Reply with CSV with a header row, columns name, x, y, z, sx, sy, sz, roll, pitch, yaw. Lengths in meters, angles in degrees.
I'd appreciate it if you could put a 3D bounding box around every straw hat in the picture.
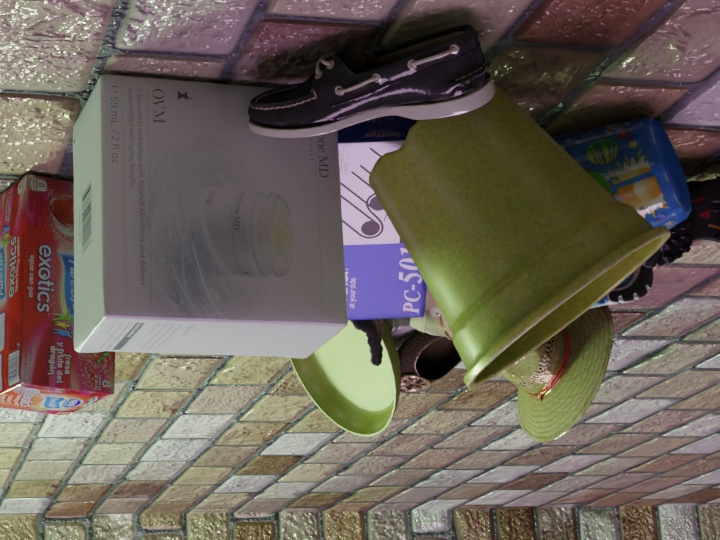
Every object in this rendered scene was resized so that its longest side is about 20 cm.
name,x,y,z,sx,sy,sz,roll,pitch,yaw
straw hat,0.209,0.104,2.038,0.085,0.201,0.201,25,154,-19

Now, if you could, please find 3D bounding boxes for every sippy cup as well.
name,x,y,z,sx,sy,sz,roll,pitch,yaw
sippy cup,0.216,-0.070,1.501,0.130,0.178,0.140,-21,123,20

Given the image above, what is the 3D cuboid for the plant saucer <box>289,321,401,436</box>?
name,x,y,z,sx,sy,sz,roll,pitch,yaw
plant saucer,-0.017,0.088,1.904,0.031,0.200,0.200,-25,177,-32

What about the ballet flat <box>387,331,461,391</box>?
name,x,y,z,sx,sy,sz,roll,pitch,yaw
ballet flat,0.104,0.078,1.849,0.067,0.046,0.200,22,129,-40

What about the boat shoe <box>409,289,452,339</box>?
name,x,y,z,sx,sy,sz,roll,pitch,yaw
boat shoe,0.089,0.020,1.712,0.065,0.072,0.200,24,160,9

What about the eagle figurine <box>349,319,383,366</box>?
name,x,y,z,sx,sy,sz,roll,pitch,yaw
eagle figurine,-0.002,-0.005,1.677,0.200,0.151,0.152,24,136,-37

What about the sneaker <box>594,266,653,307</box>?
name,x,y,z,sx,sy,sz,roll,pitch,yaw
sneaker,0.219,0.020,1.902,0.199,0.075,0.087,0,169,-10

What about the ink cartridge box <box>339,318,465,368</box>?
name,x,y,z,sx,sy,sz,roll,pitch,yaw
ink cartridge box,0.091,0.053,1.956,0.200,0.084,0.145,5,161,-28

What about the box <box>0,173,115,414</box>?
name,x,y,z,sx,sy,sz,roll,pitch,yaw
box,-0.286,0.024,1.568,0.095,0.201,0.100,10,159,-33

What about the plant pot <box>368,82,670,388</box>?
name,x,y,z,sx,sy,sz,roll,pitch,yaw
plant pot,0.110,-0.040,1.348,0.200,0.184,0.200,-35,170,-7

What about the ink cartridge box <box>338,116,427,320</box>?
name,x,y,z,sx,sy,sz,roll,pitch,yaw
ink cartridge box,0.014,-0.044,1.494,0.094,0.044,0.200,-3,131,-6

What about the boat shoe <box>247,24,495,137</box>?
name,x,y,z,sx,sy,sz,roll,pitch,yaw
boat shoe,0.002,-0.145,1.302,0.199,0.060,0.074,-5,-153,24

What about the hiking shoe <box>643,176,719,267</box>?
name,x,y,z,sx,sy,sz,roll,pitch,yaw
hiking shoe,0.316,-0.067,1.641,0.200,0.076,0.101,-13,-149,-29

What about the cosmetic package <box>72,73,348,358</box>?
name,x,y,z,sx,sy,sz,roll,pitch,yaw
cosmetic package,-0.124,-0.040,1.384,0.199,0.200,0.123,3,163,-21
